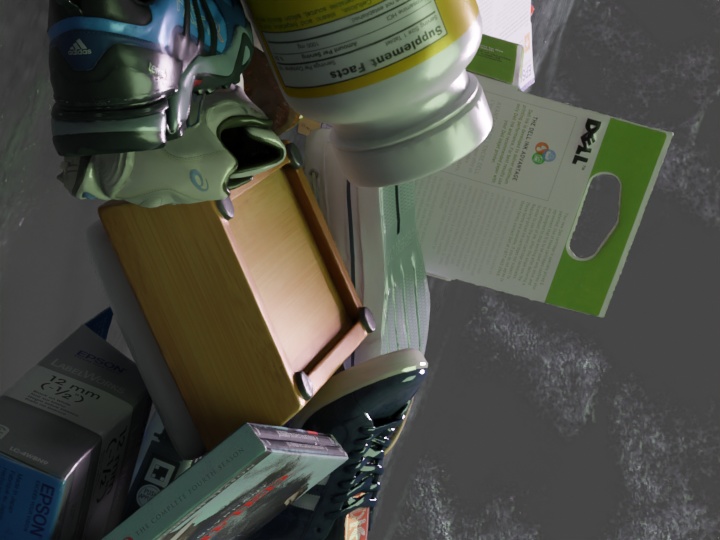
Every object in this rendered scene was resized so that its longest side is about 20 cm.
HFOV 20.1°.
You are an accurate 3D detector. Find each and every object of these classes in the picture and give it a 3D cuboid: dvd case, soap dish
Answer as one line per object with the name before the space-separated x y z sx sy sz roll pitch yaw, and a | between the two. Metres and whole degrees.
dvd case | -0.086 0.135 1.082 0.146 0.022 0.200 -39 167 4
soap dish | -0.068 0.010 1.153 0.158 0.081 0.200 66 17 -7

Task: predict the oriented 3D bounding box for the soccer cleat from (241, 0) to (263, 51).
soccer cleat | -0.028 -0.187 1.208 0.078 0.069 0.200 -52 -171 30

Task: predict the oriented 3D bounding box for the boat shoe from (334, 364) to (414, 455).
boat shoe | 0.008 0.040 1.388 0.068 0.072 0.201 76 14 -67

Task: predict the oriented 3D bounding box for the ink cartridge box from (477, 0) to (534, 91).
ink cartridge box | 0.081 -0.205 1.442 0.200 0.040 0.201 -42 137 -60

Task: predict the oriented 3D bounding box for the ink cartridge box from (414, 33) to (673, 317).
ink cartridge box | 0.084 -0.069 1.317 0.076 0.199 0.148 -79 -174 -61

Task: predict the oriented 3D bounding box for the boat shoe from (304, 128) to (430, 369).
boat shoe | 0.000 0.000 1.290 0.074 0.067 0.201 -33 128 -55

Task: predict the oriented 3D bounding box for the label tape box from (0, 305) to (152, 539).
label tape box | -0.163 0.122 1.105 0.200 0.066 0.144 -46 155 -65

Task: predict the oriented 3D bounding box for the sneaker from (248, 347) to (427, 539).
sneaker | -0.010 0.125 1.220 0.075 0.085 0.200 -10 151 -41

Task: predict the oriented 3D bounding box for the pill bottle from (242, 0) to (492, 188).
pill bottle | -0.005 -0.149 1.034 0.201 0.112 0.113 67 30 -23

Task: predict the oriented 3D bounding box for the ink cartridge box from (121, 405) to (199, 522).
ink cartridge box | -0.137 0.152 1.293 0.198 0.043 0.201 118 -6 -75

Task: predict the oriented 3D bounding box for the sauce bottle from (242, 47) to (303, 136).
sauce bottle | -0.038 -0.140 1.285 0.200 0.066 0.066 -54 162 -64

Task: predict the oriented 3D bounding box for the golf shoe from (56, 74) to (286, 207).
golf shoe | -0.082 -0.069 1.069 0.200 0.097 0.079 -53 156 -67

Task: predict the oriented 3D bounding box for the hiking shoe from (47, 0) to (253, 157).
hiking shoe | -0.095 -0.123 0.953 0.200 0.074 0.087 -74 161 -66

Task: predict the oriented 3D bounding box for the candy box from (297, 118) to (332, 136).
candy box | 0.008 -0.197 1.456 0.201 0.056 0.117 99 14 -45

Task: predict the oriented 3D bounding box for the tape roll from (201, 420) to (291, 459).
tape roll | -0.062 0.051 1.362 0.200 0.065 0.201 3 90 -85

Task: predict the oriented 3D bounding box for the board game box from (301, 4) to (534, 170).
board game box | 0.039 -0.130 1.567 0.153 0.040 0.200 -26 -155 41
